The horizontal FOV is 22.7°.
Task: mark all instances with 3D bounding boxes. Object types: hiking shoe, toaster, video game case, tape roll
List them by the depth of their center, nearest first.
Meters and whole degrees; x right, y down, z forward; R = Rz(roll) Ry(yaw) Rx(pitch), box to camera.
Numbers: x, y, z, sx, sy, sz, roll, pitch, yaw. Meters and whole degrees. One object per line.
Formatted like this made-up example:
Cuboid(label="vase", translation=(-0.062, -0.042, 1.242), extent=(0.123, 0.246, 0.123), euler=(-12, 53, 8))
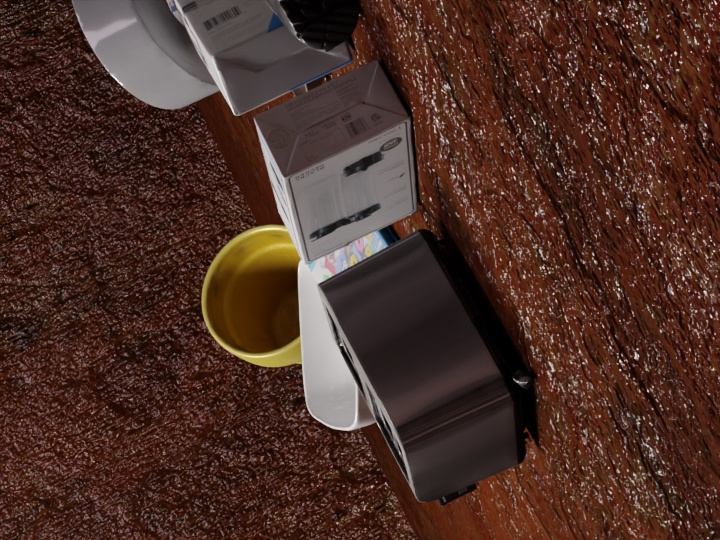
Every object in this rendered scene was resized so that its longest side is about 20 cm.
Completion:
Cuboid(label="hiking shoe", translation=(-0.074, -0.262, 1.437), extent=(0.200, 0.076, 0.101), euler=(64, 171, -3))
Cuboid(label="toaster", translation=(0.058, 0.081, 1.529), extent=(0.181, 0.119, 0.200), euler=(61, 173, 25))
Cuboid(label="tape roll", translation=(-0.184, -0.256, 1.687), extent=(0.200, 0.066, 0.200), euler=(34, -135, -44))
Cuboid(label="video game case", translation=(0.000, 0.000, 1.885), extent=(0.200, 0.018, 0.143), euler=(-122, 36, -45))

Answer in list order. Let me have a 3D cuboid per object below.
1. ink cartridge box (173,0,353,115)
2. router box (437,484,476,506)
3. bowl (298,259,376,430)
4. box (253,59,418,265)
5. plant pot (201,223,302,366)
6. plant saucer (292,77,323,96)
Cuboid(label="ink cartridge box", translation=(-0.096, -0.230, 1.582), extent=(0.200, 0.116, 0.068), euler=(-121, 8, -51))
Cuboid(label="router box", translation=(0.064, 0.162, 2.163), extent=(0.200, 0.052, 0.157), euler=(68, 173, -33))
Cuboid(label="bowl", translation=(-0.007, 0.076, 2.041), extent=(0.200, 0.075, 0.200), euler=(-175, 80, -72))
Cuboid(label="box", translation=(-0.017, -0.086, 1.497), extent=(0.060, 0.117, 0.200), euler=(62, 175, 20))
Cuboid(label="plant pot", translation=(-0.104, 0.054, 2.618), extent=(0.201, 0.201, 0.189), euler=(61, -170, 26))
Cuboid(label="plant saucer", translation=(-0.082, -0.257, 1.764), extent=(0.200, 0.032, 0.200), euler=(64, 175, 10))
